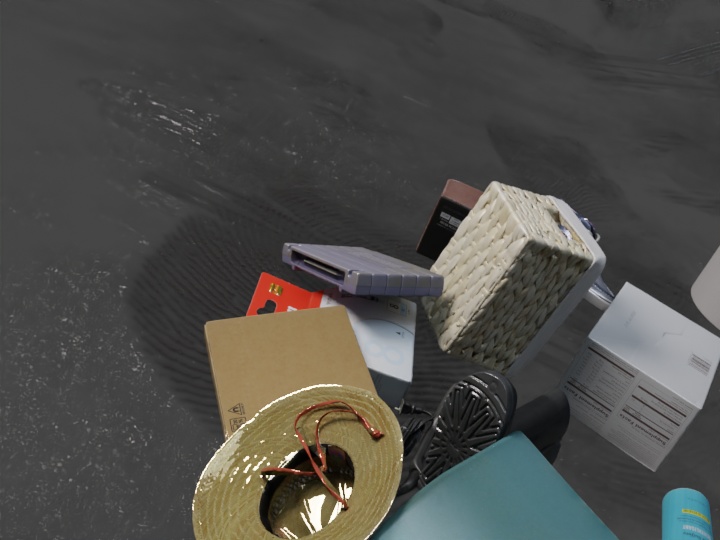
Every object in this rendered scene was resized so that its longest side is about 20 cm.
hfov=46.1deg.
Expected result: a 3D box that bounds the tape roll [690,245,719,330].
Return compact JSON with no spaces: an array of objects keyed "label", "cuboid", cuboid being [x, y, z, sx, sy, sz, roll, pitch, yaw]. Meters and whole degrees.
[{"label":"tape roll","cuboid":[0.686,0.029,1.437,0.200,0.141,0.204,17,31,-11]}]

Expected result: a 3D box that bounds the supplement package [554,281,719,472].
[{"label":"supplement package","cuboid":[0.363,0.130,1.097,0.155,0.112,0.199,34,33,17]}]

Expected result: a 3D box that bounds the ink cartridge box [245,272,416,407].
[{"label":"ink cartridge box","cuboid":[-0.032,0.063,0.993,0.197,0.048,0.161,22,31,-7]}]

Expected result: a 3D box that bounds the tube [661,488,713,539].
[{"label":"tube","cuboid":[0.340,0.317,0.876,0.076,0.051,0.201,18,37,5]}]

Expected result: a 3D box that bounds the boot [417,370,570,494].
[{"label":"boot","cuboid":[0.158,0.156,0.858,0.198,0.166,0.066,-5,40,-44]}]

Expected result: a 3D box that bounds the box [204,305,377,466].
[{"label":"box","cuboid":[-0.068,0.118,0.871,0.161,0.022,0.201,-6,41,-16]}]

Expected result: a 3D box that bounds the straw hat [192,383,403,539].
[{"label":"straw hat","cuboid":[-0.040,0.203,0.736,0.198,0.086,0.202,-13,37,10]}]

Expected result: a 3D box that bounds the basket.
[{"label":"basket","cuboid":[0.175,0.008,1.035,0.122,0.201,0.136,18,30,-29]}]

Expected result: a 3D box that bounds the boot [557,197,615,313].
[{"label":"boot","cuboid":[0.345,-0.027,1.322,0.072,0.091,0.200,17,26,-49]}]

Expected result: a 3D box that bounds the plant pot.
[{"label":"plant pot","cuboid":[0.085,0.259,0.707,0.198,0.143,0.141,-14,47,-35]}]

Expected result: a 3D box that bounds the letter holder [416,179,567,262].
[{"label":"letter holder","cuboid":[0.202,-0.055,1.277,0.198,0.102,0.142,26,30,3]}]

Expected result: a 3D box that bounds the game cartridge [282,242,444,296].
[{"label":"game cartridge","cuboid":[0.000,0.000,1.049,0.128,0.039,0.199,7,8,-31]}]

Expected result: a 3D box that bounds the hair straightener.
[{"label":"hair straightener","cuboid":[0.063,0.177,0.907,0.076,0.041,0.200,33,37,15]}]
